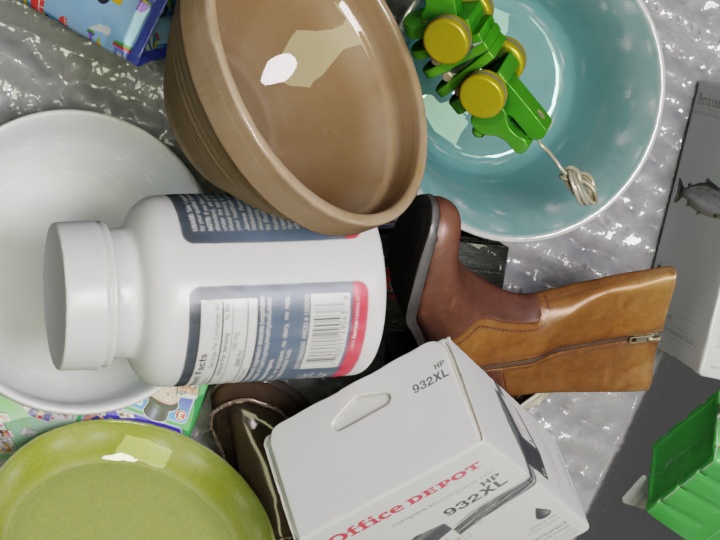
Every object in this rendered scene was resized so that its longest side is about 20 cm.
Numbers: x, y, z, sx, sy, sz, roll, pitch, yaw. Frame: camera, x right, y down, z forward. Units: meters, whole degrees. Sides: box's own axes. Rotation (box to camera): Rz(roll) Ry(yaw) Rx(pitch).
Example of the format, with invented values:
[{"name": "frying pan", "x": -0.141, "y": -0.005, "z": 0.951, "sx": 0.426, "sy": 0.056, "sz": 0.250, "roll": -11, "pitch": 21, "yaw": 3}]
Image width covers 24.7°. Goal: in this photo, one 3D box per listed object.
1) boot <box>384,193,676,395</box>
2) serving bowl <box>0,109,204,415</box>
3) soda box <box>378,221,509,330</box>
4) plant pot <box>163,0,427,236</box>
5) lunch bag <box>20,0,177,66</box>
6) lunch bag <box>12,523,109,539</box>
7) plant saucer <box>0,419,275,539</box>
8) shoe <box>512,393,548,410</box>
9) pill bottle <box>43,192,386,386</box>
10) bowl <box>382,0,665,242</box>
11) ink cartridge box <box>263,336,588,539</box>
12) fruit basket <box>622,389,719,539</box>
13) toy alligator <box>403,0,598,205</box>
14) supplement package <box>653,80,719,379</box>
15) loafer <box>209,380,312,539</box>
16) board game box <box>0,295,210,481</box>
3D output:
[{"name": "boot", "x": 0.120, "y": 0.021, "z": 1.103, "sx": 0.197, "sy": 0.069, "sz": 0.190, "roll": -5, "pitch": 125, "yaw": -8}, {"name": "serving bowl", "x": -0.194, "y": -0.001, "z": 1.095, "sx": 0.198, "sy": 0.066, "sz": 0.203, "roll": 5, "pitch": 77, "yaw": -21}, {"name": "soda box", "x": 0.000, "y": 0.000, "z": 1.158, "sx": 0.197, "sy": 0.063, "sz": 0.072, "roll": 6, "pitch": 100, "yaw": -15}, {"name": "plant pot", "x": -0.054, "y": -0.108, "z": 0.992, "sx": 0.092, "sy": 0.201, "sz": 0.202, "roll": -23, "pitch": 110, "yaw": 33}, {"name": "lunch bag", "x": -0.138, "y": -0.248, "z": 1.012, "sx": 0.150, "sy": 0.094, "sz": 0.202, "roll": 29, "pitch": 106, "yaw": 17}, {"name": "lunch bag", "x": -0.212, "y": 0.278, "z": 1.133, "sx": 0.168, "sy": 0.128, "sz": 0.201, "roll": 13, "pitch": 127, "yaw": -13}, {"name": "plant saucer", "x": -0.153, "y": 0.185, "z": 1.080, "sx": 0.198, "sy": 0.201, "sz": 0.031, "roll": 10, "pitch": 133, "yaw": -15}, {"name": "shoe", "x": 0.060, "y": 0.097, "z": 1.196, "sx": 0.198, "sy": 0.053, "sz": 0.071, "roll": -24, "pitch": 105, "yaw": -6}, {"name": "pill bottle", "x": -0.094, "y": 0.011, "z": 1.032, "sx": 0.198, "sy": 0.119, "sz": 0.121, "roll": -2, "pitch": 101, "yaw": -20}, {"name": "bowl", "x": 0.100, "y": -0.128, "z": 1.135, "sx": 0.198, "sy": 0.105, "sz": 0.204, "roll": -2, "pitch": 101, "yaw": -12}, {"name": "ink cartridge box", "x": 0.049, "y": 0.145, "z": 1.111, "sx": 0.144, "sy": 0.084, "sz": 0.200, "roll": -29, "pitch": 145, "yaw": 13}, {"name": "fruit basket", "x": 0.322, "y": 0.159, "z": 1.223, "sx": 0.198, "sy": 0.186, "sz": 0.095, "roll": 14, "pitch": 57, "yaw": -13}, {"name": "toy alligator", "x": 0.080, "y": -0.113, "z": 1.054, "sx": 0.054, "sy": 0.059, "sz": 0.201, "roll": -23, "pitch": 110, "yaw": 35}, {"name": "supplement package", "x": 0.295, "y": -0.025, "z": 1.196, "sx": 0.116, "sy": 0.117, "sz": 0.203, "roll": 11, "pitch": 98, "yaw": -15}, {"name": "loafer", "x": -0.046, "y": 0.163, "z": 1.163, "sx": 0.072, "sy": 0.071, "sz": 0.201, "roll": -23, "pitch": 108, "yaw": 24}, {"name": "board game box", "x": -0.217, "y": 0.097, "z": 1.144, "sx": 0.198, "sy": 0.029, "sz": 0.136, "roll": 20, "pitch": 96, "yaw": -16}]
